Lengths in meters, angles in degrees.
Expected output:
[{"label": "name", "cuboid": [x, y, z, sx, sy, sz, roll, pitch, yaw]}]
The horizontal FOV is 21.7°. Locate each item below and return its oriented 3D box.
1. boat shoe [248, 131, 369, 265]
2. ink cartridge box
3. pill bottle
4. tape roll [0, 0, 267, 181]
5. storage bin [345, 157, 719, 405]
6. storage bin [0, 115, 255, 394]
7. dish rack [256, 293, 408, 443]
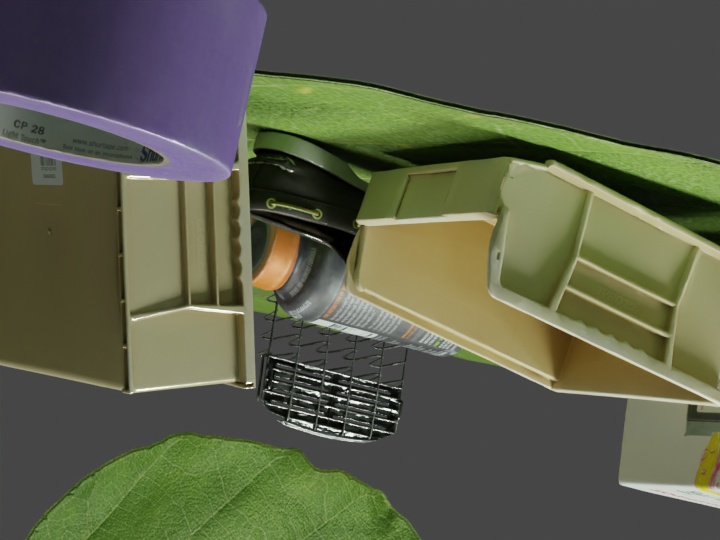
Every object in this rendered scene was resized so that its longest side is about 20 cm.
[{"label": "boat shoe", "cuboid": [0.000, -0.029, 1.337, 0.201, 0.061, 0.072, 27, 165, -27]}, {"label": "ink cartridge box", "cuboid": [0.302, 0.091, 1.284, 0.146, 0.147, 0.200, 16, 168, -35]}, {"label": "pill bottle", "cuboid": [0.000, 0.000, 1.558, 0.199, 0.107, 0.106, 16, 174, -27]}, {"label": "tape roll", "cuboid": [-0.151, -0.109, 0.926, 0.199, 0.085, 0.200, 13, 175, 1]}, {"label": "storage bin", "cuboid": [0.117, 0.005, 1.230, 0.198, 0.094, 0.200, 25, 170, -23]}, {"label": "storage bin", "cuboid": [-0.164, -0.028, 1.223, 0.093, 0.199, 0.200, -5, -174, -37]}, {"label": "dish rack", "cuboid": [-0.022, 0.047, 1.630, 0.153, 0.201, 0.055, 15, 164, -26]}]
